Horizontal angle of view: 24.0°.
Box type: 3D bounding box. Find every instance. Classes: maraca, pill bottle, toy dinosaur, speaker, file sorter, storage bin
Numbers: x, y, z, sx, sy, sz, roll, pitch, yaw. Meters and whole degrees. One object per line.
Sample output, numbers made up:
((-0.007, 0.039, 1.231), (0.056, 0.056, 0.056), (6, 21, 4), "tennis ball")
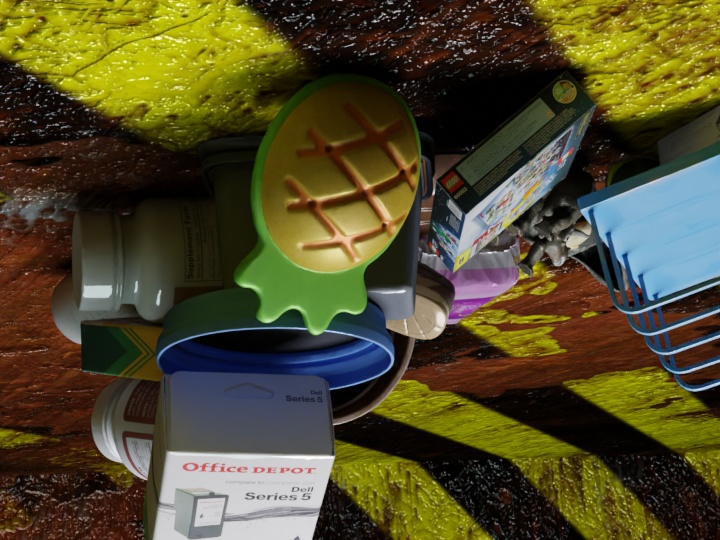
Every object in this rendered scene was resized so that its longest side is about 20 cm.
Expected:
((-0.024, -0.050, 1.285), (0.136, 0.202, 0.107), (15, -171, -25), "maraca")
((-0.160, -0.010, 1.546), (0.198, 0.116, 0.114), (-1, 167, -16), "pill bottle")
((0.179, -0.059, 1.580), (0.077, 0.102, 0.200), (38, 155, 9), "toy dinosaur")
((-0.242, 0.018, 1.713), (0.081, 0.082, 0.200), (3, 165, -31), "speaker")
((0.298, 0.005, 1.481), (0.138, 0.124, 0.200), (-21, 148, 19), "file sorter")
((-0.035, -0.027, 1.431), (0.198, 0.136, 0.146), (-1, 161, 3), "storage bin")
((-0.167, 0.152, 1.642), (0.199, 0.113, 0.112), (2, 175, 43), "pill bottle")

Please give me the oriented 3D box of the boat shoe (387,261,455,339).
((0.000, 0.000, 1.654), (0.199, 0.065, 0.072), (24, 127, 9), "boat shoe")

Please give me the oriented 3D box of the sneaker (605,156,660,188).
((0.303, -0.069, 1.550), (0.199, 0.075, 0.081), (-5, -176, -37), "sneaker")

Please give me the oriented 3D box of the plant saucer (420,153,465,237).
((0.056, -0.064, 1.584), (0.198, 0.035, 0.200), (-5, 168, -1), "plant saucer")

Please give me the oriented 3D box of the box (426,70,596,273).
((0.119, -0.076, 1.388), (0.136, 0.038, 0.200), (-41, 170, -9), "box")

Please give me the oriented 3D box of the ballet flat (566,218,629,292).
((0.253, -0.019, 1.800), (0.066, 0.057, 0.200), (-13, 165, 27), "ballet flat")

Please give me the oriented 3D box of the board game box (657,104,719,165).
((0.379, -0.114, 1.488), (0.198, 0.035, 0.126), (1, 166, -24), "board game box")

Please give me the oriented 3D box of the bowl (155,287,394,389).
((-0.071, 0.059, 1.409), (0.198, 0.040, 0.201), (-1, 161, 0), "bowl")

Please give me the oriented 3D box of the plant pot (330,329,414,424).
((-0.059, 0.061, 1.769), (0.198, 0.203, 0.198), (-3, 175, -11), "plant pot")

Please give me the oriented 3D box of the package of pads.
((0.083, 0.005, 1.796), (0.119, 0.076, 0.200), (0, 166, -16), "package of pads")

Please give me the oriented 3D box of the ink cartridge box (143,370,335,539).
((-0.109, 0.182, 1.472), (0.144, 0.085, 0.201), (2, 139, -11), "ink cartridge box")

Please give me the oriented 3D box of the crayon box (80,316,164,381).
((-0.157, 0.072, 1.580), (0.125, 0.052, 0.199), (-3, -178, -40), "crayon box")
